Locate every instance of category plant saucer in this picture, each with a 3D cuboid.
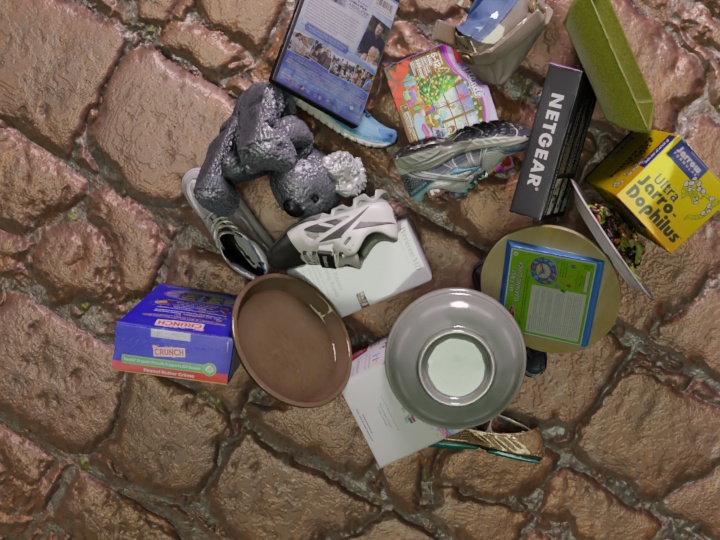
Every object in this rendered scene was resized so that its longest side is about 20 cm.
[{"bbox_3d":[0.130,0.127,1.116,0.196,0.050,0.204,1,101,3],"label":"plant saucer"},{"bbox_3d":[-0.098,0.099,1.140,0.200,0.201,0.029,46,131,-7],"label":"plant saucer"},{"bbox_3d":[0.331,-0.285,1.096,0.047,0.200,0.202,-23,101,27],"label":"plant saucer"}]

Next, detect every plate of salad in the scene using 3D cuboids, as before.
[{"bbox_3d":[0.356,-0.049,1.132,0.048,0.200,0.201,-34,99,18],"label":"plate of salad"}]

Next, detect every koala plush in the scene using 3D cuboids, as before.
[{"bbox_3d":[-0.100,-0.148,1.154,0.199,0.186,0.176,33,137,-28],"label":"koala plush"}]

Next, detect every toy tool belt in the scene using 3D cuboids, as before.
[{"bbox_3d":[0.191,-0.359,1.097,0.122,0.125,0.201,35,89,-20],"label":"toy tool belt"}]

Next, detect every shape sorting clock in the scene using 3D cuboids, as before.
[{"bbox_3d":[0.265,0.028,1.152,0.197,0.039,0.203,10,122,16],"label":"shape sorting clock"}]

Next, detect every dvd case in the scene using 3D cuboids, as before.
[{"bbox_3d":[-0.033,-0.318,1.126,0.141,0.017,0.203,24,79,-26],"label":"dvd case"}]

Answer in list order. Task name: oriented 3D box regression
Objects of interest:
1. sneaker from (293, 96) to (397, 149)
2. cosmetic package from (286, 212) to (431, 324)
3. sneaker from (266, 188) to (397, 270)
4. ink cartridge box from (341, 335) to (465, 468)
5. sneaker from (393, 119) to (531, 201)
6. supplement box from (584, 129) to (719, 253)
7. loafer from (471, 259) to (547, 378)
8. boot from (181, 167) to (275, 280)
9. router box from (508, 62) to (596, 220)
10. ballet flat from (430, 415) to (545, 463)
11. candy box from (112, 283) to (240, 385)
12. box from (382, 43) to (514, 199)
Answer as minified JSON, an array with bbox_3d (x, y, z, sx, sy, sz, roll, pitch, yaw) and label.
[{"bbox_3d":[-0.026,-0.247,1.180,0.198,0.078,0.091,33,99,-4],"label":"sneaker"},{"bbox_3d":[0.000,0.000,1.234,0.197,0.074,0.103,-24,100,10],"label":"cosmetic package"},{"bbox_3d":[-0.039,-0.034,1.158,0.197,0.074,0.090,-25,67,8],"label":"sneaker"},{"bbox_3d":[0.088,0.168,1.227,0.198,0.145,0.146,-25,99,8],"label":"ink cartridge box"},{"bbox_3d":[0.150,-0.153,1.158,0.197,0.078,0.088,-12,114,13],"label":"sneaker"},{"bbox_3d":[0.398,-0.115,1.116,0.109,0.200,0.110,44,101,-6],"label":"supplement box"},{"bbox_3d":[0.225,0.081,1.240,0.071,0.063,0.202,-26,99,11],"label":"loafer"},{"bbox_3d":[-0.197,-0.070,1.219,0.074,0.096,0.200,-43,96,11],"label":"boot"},{"bbox_3d":[0.272,-0.175,1.135,0.050,0.149,0.203,19,104,23],"label":"router box"},{"bbox_3d":[0.193,0.257,1.290,0.196,0.071,0.066,9,76,-1],"label":"ballet flat"},{"bbox_3d":[-0.249,0.090,1.204,0.166,0.200,0.078,9,103,2],"label":"candy box"},{"bbox_3d":[0.128,-0.223,1.193,0.135,0.039,0.203,-20,100,7],"label":"box"}]
